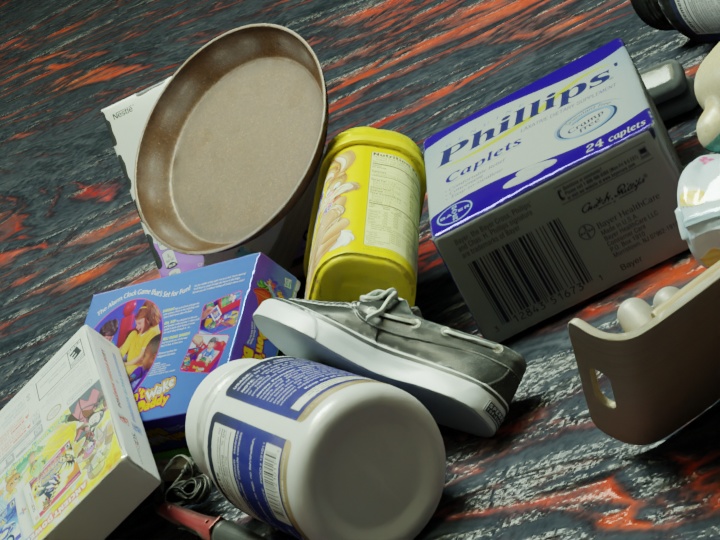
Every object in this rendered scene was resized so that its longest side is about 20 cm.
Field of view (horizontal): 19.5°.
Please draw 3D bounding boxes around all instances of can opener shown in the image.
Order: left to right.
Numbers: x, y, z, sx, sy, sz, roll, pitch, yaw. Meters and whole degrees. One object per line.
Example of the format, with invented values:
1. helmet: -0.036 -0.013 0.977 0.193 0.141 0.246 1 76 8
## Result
1. can opener: 0.184 -0.108 1.727 0.199 0.053 0.067 -26 56 19

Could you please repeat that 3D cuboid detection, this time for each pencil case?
1. pencil case: 0.306 -0.052 1.373 0.199 0.084 0.091 -12 18 42

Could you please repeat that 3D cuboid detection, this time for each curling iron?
1. curling iron: -0.098 0.176 1.487 0.200 0.025 0.050 23 92 59

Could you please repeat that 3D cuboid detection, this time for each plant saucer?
1. plant saucer: -0.098 -0.101 1.691 0.199 0.034 0.201 -17 60 32

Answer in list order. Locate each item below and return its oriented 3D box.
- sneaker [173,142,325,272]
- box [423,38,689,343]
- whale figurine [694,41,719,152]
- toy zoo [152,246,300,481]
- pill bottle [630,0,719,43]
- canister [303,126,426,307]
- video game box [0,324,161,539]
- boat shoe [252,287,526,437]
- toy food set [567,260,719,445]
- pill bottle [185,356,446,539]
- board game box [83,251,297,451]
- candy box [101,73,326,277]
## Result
1. sneaker: -0.117 -0.028 1.768 0.201 0.115 0.074 -64 -21 1
2. box: 0.149 -0.063 1.582 0.183 0.105 0.200 -27 21 11
3. whale figurine: 0.300 -0.132 1.428 0.159 0.104 0.200 -48 4 12
4. toy zoo: -0.117 0.072 1.658 0.131 0.020 0.201 -10 53 43
5. pill bottle: 0.317 -0.247 1.745 0.112 0.112 0.200 -41 23 -23
6. canister: 0.000 0.000 1.595 0.086 0.149 0.200 10 29 -3
7. video game box: -0.245 0.164 1.583 0.200 0.047 0.182 -45 31 12
8. boat shoe: 0.020 0.049 1.456 0.198 0.074 0.068 18 65 30
9. toy food set: 0.215 0.011 1.269 0.200 0.144 0.060 -35 59 -8
10. pill bottle: -0.037 0.120 1.420 0.116 0.116 0.200 -39 23 -19
11. board game box: -0.148 0.070 1.637 0.199 0.045 0.135 -13 52 42
12. candy box: -0.113 -0.081 1.837 0.167 0.201 0.071 -24 -8 21
